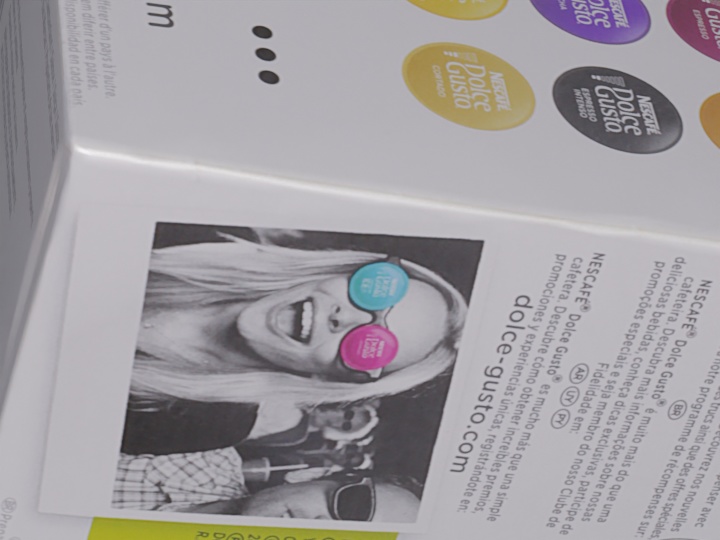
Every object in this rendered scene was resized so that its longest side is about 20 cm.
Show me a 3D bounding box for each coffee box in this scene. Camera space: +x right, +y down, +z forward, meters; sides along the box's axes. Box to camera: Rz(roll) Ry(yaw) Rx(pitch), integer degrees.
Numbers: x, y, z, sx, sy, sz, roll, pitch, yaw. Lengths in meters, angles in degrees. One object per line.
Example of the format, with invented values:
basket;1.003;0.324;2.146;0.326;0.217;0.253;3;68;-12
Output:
coffee box;0.000;0.000;0.731;0.197;0.200;0.201;8;128;-14
